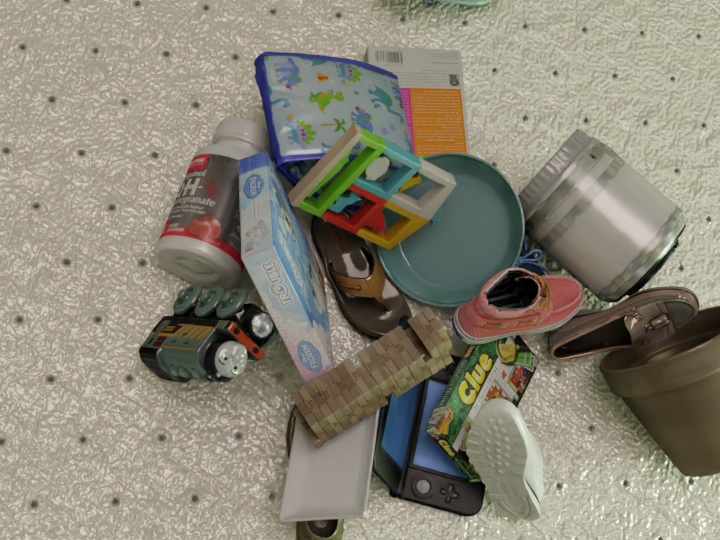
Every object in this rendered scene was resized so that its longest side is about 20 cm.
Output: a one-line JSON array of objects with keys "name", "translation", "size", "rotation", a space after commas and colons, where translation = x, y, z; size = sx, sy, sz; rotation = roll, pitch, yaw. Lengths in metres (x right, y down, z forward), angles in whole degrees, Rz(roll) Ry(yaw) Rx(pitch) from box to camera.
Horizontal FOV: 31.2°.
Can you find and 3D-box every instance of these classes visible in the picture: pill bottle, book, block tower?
[{"name": "pill bottle", "translation": [-0.172, -0.087, 1.613], "size": [0.111, 0.111, 0.200], "rotation": [21, 67, -6]}, {"name": "book", "translation": [0.076, -0.211, 1.758], "size": [0.133, 0.048, 0.200], "rotation": [2, 69, -10]}, {"name": "block tower", "translation": [0.014, 0.124, 1.492], "size": [0.200, 0.058, 0.054], "rotation": [-34, 57, -3]}]

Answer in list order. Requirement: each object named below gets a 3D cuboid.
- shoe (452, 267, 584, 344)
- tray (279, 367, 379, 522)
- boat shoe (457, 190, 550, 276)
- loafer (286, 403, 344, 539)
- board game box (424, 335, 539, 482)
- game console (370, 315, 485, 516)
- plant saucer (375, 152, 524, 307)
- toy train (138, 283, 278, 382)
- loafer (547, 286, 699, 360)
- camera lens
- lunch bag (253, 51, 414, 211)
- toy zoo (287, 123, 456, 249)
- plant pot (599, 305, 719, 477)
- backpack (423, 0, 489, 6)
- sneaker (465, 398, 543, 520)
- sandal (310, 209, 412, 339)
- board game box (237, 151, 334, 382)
[{"name": "shoe", "translation": [0.215, 0.035, 1.609], "size": [0.200, 0.091, 0.072], "rotation": [-14, 71, -28]}, {"name": "tray", "translation": [-0.028, 0.204, 1.507], "size": [0.107, 0.022, 0.200], "rotation": [-8, 52, 23]}, {"name": "boat shoe", "translation": [0.184, -0.020, 1.701], "size": [0.200, 0.069, 0.084], "rotation": [43, 66, 4]}, {"name": "loafer", "translation": [-0.045, 0.244, 1.546], "size": [0.076, 0.067, 0.200], "rotation": [-2, 71, -15]}, {"name": "board game box", "translation": [0.155, 0.154, 1.613], "size": [0.105, 0.023, 0.200], "rotation": [48, 53, -23]}, {"name": "game console", "translation": [0.097, 0.180, 1.579], "size": [0.171, 0.118, 0.200], "rotation": [16, 68, -8]}, {"name": "plant saucer", "translation": [0.118, -0.052, 1.672], "size": [0.200, 0.036, 0.200], "rotation": [-1, 87, 18]}, {"name": "toy train", "translation": [-0.178, 0.081, 1.512], "size": [0.085, 0.200, 0.114], "rotation": [47, 65, -27]}, {"name": "loafer", "translation": [0.335, 0.077, 1.650], "size": [0.072, 0.200, 0.063], "rotation": [63, 27, -23]}, {"name": "camera lens", "translation": [0.314, -0.069, 1.702], "size": [0.200, 0.160, 0.160], "rotation": [41, 66, 3]}, {"name": "lunch bag", "translation": [-0.041, -0.180, 1.635], "size": [0.200, 0.127, 0.170], "rotation": [14, 52, -41]}, {"name": "toy zoo", "translation": [0.027, -0.095, 1.595], "size": [0.200, 0.131, 0.020], "rotation": [24, 33, -37]}, {"name": "plant pot", "translation": [0.431, 0.162, 1.647], "size": [0.200, 0.200, 0.174], "rotation": [-25, 95, -21]}, {"name": "backpack", "translation": [0.129, -0.450, 1.815], "size": [0.200, 0.127, 0.167], "rotation": [2, 81, -15]}, {"name": "sneaker", "translation": [0.181, 0.216, 1.561], "size": [0.076, 0.200, 0.081], "rotation": [6, 45, 24]}, {"name": "sandal", "translation": [0.000, 0.000, 1.651], "size": [0.082, 0.055, 0.200], "rotation": [-22, 77, -14]}, {"name": "board game box", "translation": [-0.088, -0.006, 1.519], "size": [0.043, 0.200, 0.199], "rotation": [-18, 37, 8]}]
